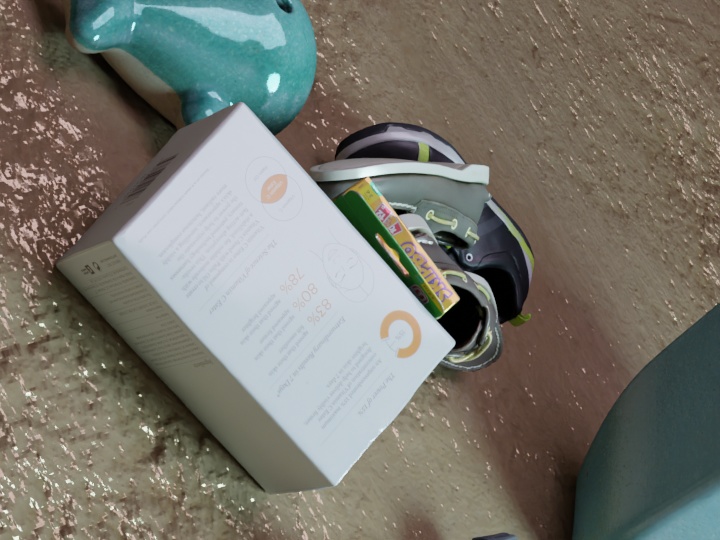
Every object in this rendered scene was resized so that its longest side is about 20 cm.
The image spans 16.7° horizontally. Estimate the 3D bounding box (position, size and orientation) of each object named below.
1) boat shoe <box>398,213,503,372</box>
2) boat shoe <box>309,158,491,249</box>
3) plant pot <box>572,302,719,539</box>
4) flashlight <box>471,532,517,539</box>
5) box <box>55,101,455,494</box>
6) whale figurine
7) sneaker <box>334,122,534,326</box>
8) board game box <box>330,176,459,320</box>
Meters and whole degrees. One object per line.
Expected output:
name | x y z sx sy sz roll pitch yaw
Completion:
boat shoe | 0.057 0.030 1.665 0.060 0.072 0.200 58 3 31
boat shoe | 0.029 -0.044 1.654 0.201 0.072 0.061 -1 94 -61
plant pot | 0.259 0.171 1.734 0.196 0.200 0.196 42 32 -22
flashlight | 0.041 0.198 1.527 0.199 0.068 0.068 -5 62 -55
box | -0.063 0.020 1.470 0.200 0.097 0.125 48 64 -13
whale figurine | -0.110 -0.160 1.618 0.199 0.103 0.160 22 44 -44
sneaker | 0.062 -0.029 1.773 0.200 0.072 0.083 37 36 -30
board game box | 0.000 0.000 1.557 0.030 0.200 0.096 -38 93 -18
